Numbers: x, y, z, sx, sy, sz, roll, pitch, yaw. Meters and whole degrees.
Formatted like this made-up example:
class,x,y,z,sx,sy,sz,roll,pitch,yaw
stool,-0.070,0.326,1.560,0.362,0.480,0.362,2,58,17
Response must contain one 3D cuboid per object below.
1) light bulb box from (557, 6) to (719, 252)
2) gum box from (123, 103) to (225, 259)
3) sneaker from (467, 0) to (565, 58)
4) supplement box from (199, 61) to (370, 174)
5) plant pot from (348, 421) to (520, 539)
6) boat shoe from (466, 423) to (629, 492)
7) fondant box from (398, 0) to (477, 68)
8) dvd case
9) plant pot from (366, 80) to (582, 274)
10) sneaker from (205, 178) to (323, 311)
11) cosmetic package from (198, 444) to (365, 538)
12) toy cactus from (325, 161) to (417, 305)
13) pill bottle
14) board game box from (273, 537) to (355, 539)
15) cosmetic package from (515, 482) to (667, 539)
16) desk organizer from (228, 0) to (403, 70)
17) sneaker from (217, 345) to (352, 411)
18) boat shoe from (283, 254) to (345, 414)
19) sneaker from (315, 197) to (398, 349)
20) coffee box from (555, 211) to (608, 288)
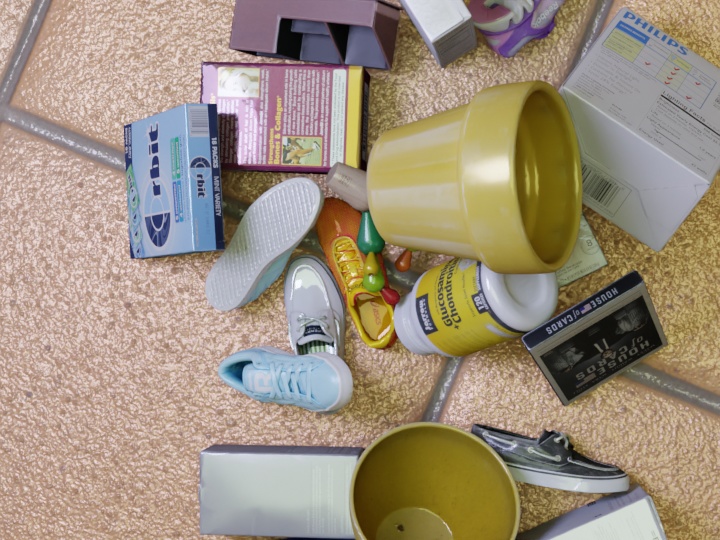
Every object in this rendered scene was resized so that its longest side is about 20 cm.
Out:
class,x,y,z,sx,sy,sz,roll,pitch,yaw
light bulb box,0.321,-0.165,1.631,0.198,0.200,0.125,35,137,5
gum box,-0.226,-0.103,1.703,0.044,0.200,0.171,-3,90,-30
sneaker,0.218,-0.330,1.720,0.200,0.089,0.080,-39,45,-14
supplement box,-0.091,-0.183,1.731,0.199,0.103,0.132,3,92,5
plant pot,0.075,0.300,1.678,0.199,0.142,0.201,5,57,-7
boat shoe,0.227,0.226,1.714,0.199,0.071,0.064,9,92,7
fondant box,0.075,-0.325,1.667,0.058,0.200,0.145,-32,86,5
dvd case,0.277,0.082,1.652,0.150,0.200,0.025,-32,59,5
plant pot,0.118,-0.094,1.525,0.188,0.201,0.202,-2,89,30
sneaker,-0.110,-0.037,1.727,0.074,0.082,0.200,47,109,8
cosmetic package,-0.095,0.269,1.740,0.199,0.090,0.107,2,90,8
toy cactus,0.035,-0.070,1.664,0.165,0.102,0.200,28,106,-17
pill bottle,0.128,0.038,1.660,0.112,0.200,0.113,13,66,-32
board game box,-0.066,0.431,1.729,0.159,0.097,0.201,-7,89,6
cosmetic package,0.261,0.334,1.691,0.199,0.113,0.081,-23,88,3
desk organizer,-0.056,-0.293,1.713,0.199,0.072,0.077,10,94,26
sneaker,-0.094,0.134,1.688,0.200,0.082,0.074,2,100,48
boat shoe,-0.051,0.078,1.744,0.073,0.067,0.201,-14,88,5
sneaker,0.000,0.000,1.735,0.073,0.077,0.201,-26,86,7
coffee box,0.203,-0.072,1.713,0.114,0.080,0.201,-27,87,5
